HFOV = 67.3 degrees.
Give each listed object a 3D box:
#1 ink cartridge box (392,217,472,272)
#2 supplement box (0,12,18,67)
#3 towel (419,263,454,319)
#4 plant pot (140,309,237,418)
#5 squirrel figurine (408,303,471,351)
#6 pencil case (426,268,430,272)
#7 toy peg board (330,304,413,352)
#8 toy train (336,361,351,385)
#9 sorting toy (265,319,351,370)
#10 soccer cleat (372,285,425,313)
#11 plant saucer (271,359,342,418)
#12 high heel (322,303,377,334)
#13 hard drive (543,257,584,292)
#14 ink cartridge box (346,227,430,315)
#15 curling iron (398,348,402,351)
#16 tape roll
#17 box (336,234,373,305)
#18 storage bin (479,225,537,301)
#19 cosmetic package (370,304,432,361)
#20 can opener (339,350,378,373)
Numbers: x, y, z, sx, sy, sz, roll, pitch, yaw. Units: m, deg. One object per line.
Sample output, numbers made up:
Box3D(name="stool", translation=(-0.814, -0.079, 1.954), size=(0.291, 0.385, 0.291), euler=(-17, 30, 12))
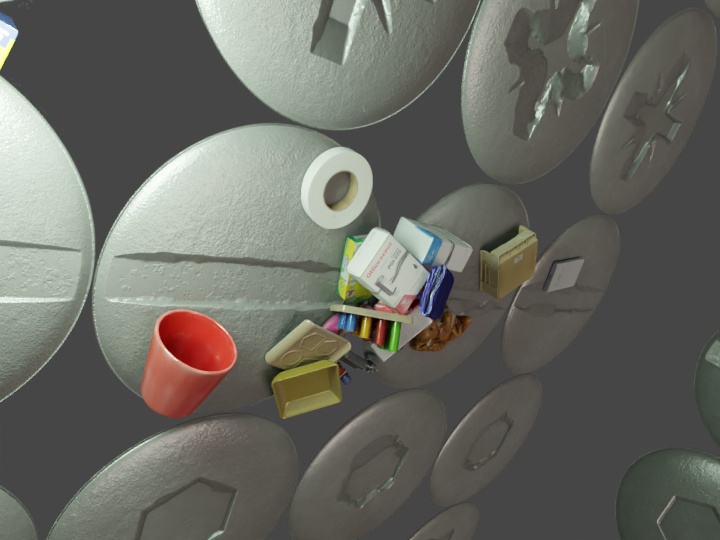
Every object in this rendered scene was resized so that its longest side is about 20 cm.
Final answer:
Box3D(name="ink cartridge box", translation=(0.211, -0.075, 1.587), size=(0.197, 0.146, 0.088), euler=(12, 110, -44))
Box3D(name="supplement box", translation=(-0.599, -0.299, 0.778), size=(0.108, 0.109, 0.203), euler=(26, 101, -46))
Box3D(name="towel", translation=(0.217, 0.063, 1.554), size=(0.151, 0.048, 0.200), euler=(-68, 161, -2))
Box3D(name="plant pot", translation=(-0.408, 0.225, 1.247), size=(0.197, 0.202, 0.179), euler=(13, 120, -43))
Box3D(name="squirrel figurine", translation=(0.240, 0.207, 1.795), size=(0.184, 0.141, 0.203), euler=(-18, 141, -47))
Box3D(name="pencil case", translation=(0.166, 0.014, 1.658), size=(0.089, 0.088, 0.199), euler=(-53, 139, 3))
Box3D(name="toy peg board", translation=(0.020, 0.159, 1.483), size=(0.193, 0.200, 0.101), euler=(10, 84, -12))
Box3D(name="toy train", translation=(-0.071, 0.301, 1.676), size=(0.034, 0.046, 0.202), euler=(-40, 136, -10))
Box3D(name="sorting toy", translation=(-0.148, 0.227, 1.543), size=(0.184, 0.037, 0.199), euler=(-40, 135, 16))
Box3D(name="soccer cleat", translation=(0.116, 0.103, 1.630), size=(0.197, 0.075, 0.068), euler=(-28, 144, 24))
Box3D(name="plant saucer", translation=(-0.157, 0.340, 1.587), size=(0.194, 0.049, 0.203), euler=(-13, 136, -10))
Box3D(name="high heel", translation=(-0.021, 0.169, 1.590), size=(0.196, 0.096, 0.069), euler=(-19, 137, -31))
Box3D(name="hard drive", translation=(0.860, 0.017, 2.287), size=(0.195, 0.025, 0.135), euler=(-8, 123, -36))
Box3D(name="ink cartridge box", translation=(0.078, 0.003, 1.475), size=(0.199, 0.084, 0.147), euler=(40, 82, -31))
Box3D(name="curling iron", translation=(0.115, 0.176, 1.759), size=(0.048, 0.026, 0.206), euler=(-7, 117, 1))
Box3D(name="tape roll", translation=(-0.057, -0.204, 1.354), size=(0.199, 0.037, 0.208), euler=(-22, 131, -28))
Box3D(name="box", translation=(0.000, 0.000, 1.534), size=(0.115, 0.048, 0.206), euler=(-8, 120, -36))
Box3D(name="storage bin", translation=(0.526, -0.028, 1.926), size=(0.197, 0.093, 0.203), euler=(-28, 132, -22))
Box3D(name="cosmetic package", translation=(0.123, 0.181, 1.682), size=(0.199, 0.102, 0.074), euler=(-41, 100, 7))
Box3D(name="can opener", translation=(-0.005, 0.279, 1.727), size=(0.199, 0.052, 0.069), euler=(41, 57, -47))
